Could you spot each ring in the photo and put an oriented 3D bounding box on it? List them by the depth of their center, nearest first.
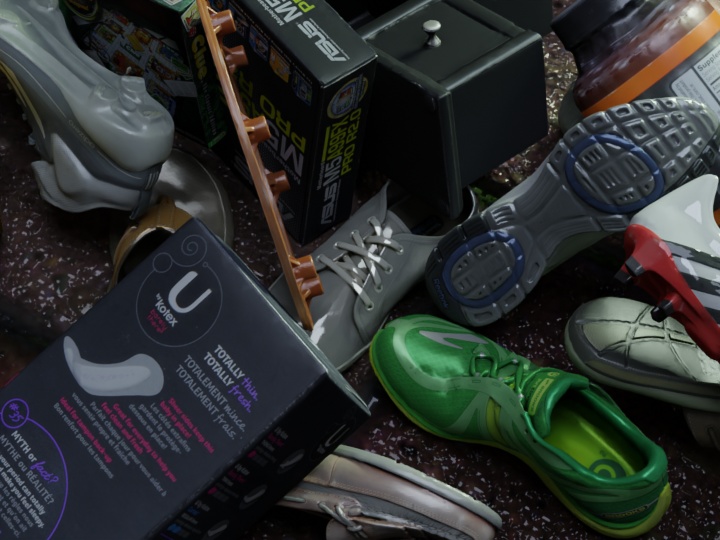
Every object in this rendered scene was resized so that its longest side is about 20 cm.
[{"bbox_3d":[-0.054,-0.063,1.082,0.019,0.201,0.201,-18,59,-1],"label":"ring"}]

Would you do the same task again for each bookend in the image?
[{"bbox_3d":[0.063,-0.155,1.223,0.198,0.093,0.200,-31,45,-24],"label":"bookend"}]

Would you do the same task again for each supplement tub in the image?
[{"bbox_3d":[0.205,-0.096,1.192,0.107,0.107,0.200,-39,92,-27],"label":"supplement tub"}]

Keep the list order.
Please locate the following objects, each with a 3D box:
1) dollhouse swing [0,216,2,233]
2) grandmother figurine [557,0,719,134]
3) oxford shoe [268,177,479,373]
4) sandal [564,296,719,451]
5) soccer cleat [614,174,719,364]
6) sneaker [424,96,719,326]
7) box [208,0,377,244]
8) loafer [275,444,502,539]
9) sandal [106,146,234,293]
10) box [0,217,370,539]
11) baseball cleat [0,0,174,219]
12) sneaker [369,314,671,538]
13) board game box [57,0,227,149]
[{"bbox_3d":[-0.325,-0.105,1.146,0.198,0.182,0.177,-6,78,-10],"label":"dollhouse swing"},{"bbox_3d":[0.219,-0.139,1.294,0.199,0.061,0.121,-30,37,-20],"label":"grandmother figurine"},{"bbox_3d":[0.000,0.000,1.173,0.075,0.058,0.200,42,64,16],"label":"oxford shoe"},{"bbox_3d":[0.208,0.071,1.147,0.200,0.058,0.080,19,37,-13],"label":"sandal"},{"bbox_3d":[0.231,0.035,1.080,0.085,0.069,0.200,-41,86,-9],"label":"soccer cleat"},{"bbox_3d":[0.127,-0.044,1.152,0.199,0.087,0.075,-31,92,17],"label":"sneaker"},{"bbox_3d":[-0.075,-0.137,1.192,0.044,0.161,0.200,-31,66,-26],"label":"box"},{"bbox_3d":[-0.020,0.131,1.085,0.199,0.072,0.063,20,73,14],"label":"loafer"},{"bbox_3d":[-0.123,0.003,1.157,0.080,0.054,0.201,10,56,0],"label":"sandal"},{"bbox_3d":[-0.113,0.091,1.027,0.200,0.106,0.122,-42,69,0],"label":"box"},{"bbox_3d":[-0.197,-0.105,1.168,0.069,0.107,0.200,-15,48,-45],"label":"baseball cleat"},{"bbox_3d":[0.099,0.076,1.117,0.199,0.084,0.074,30,58,14],"label":"sneaker"},{"bbox_3d":[-0.166,-0.156,1.193,0.199,0.105,0.023,29,56,33],"label":"board game box"}]
